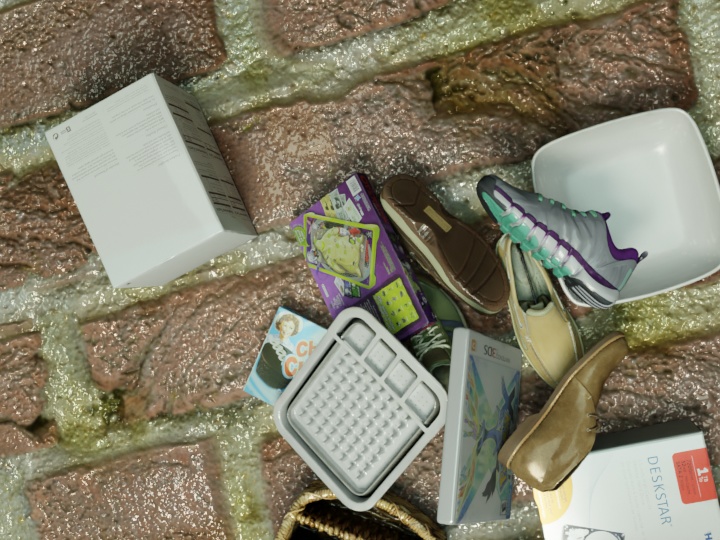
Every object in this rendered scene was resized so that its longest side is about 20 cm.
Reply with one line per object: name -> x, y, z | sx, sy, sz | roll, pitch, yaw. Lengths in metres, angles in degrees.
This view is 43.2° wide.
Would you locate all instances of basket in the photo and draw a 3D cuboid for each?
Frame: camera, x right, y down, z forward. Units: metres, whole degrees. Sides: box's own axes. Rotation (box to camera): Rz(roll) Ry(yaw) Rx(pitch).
basket -> 0.000, 0.338, 1.069 | 0.198, 0.149, 0.144 | 20, 94, 10

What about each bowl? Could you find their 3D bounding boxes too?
bowl -> 0.307, -0.069, 1.050 | 0.197, 0.075, 0.202 | -15, 87, 10

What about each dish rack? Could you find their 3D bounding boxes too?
dish rack -> 0.004, 0.158, 1.053 | 0.172, 0.043, 0.201 | 44, 114, 16

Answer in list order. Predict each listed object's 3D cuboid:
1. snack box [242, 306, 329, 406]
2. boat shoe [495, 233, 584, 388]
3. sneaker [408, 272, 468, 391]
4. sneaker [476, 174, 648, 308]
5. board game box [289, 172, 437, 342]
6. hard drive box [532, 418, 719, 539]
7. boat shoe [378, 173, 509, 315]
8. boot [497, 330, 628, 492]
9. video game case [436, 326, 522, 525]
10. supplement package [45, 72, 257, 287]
snack box -> -0.033, 0.138, 1.128 | 0.198, 0.037, 0.117 | 25, 93, 9
boat shoe -> 0.208, 0.050, 1.065 | 0.071, 0.076, 0.202 | -26, 89, 6
sneaker -> 0.096, 0.094, 1.076 | 0.067, 0.090, 0.201 | -32, 85, 18
sneaker -> 0.220, -0.051, 1.002 | 0.200, 0.074, 0.088 | 42, 83, -3
board game box -> 0.000, 0.000, 1.086 | 0.119, 0.032, 0.202 | -32, 74, 26
hard drive box -> 0.305, 0.271, 1.053 | 0.198, 0.077, 0.158 | -14, 89, 9
boat shoe -> 0.098, -0.025, 1.091 | 0.074, 0.075, 0.203 | -32, 76, -24
boot -> 0.245, 0.159, 1.014 | 0.075, 0.074, 0.201 | 38, 87, 30
video game case -> 0.137, 0.176, 1.013 | 0.022, 0.182, 0.203 | 1, 79, 29
supplement package -> -0.248, -0.102, 1.106 | 0.151, 0.151, 0.202 | -26, 86, 8
